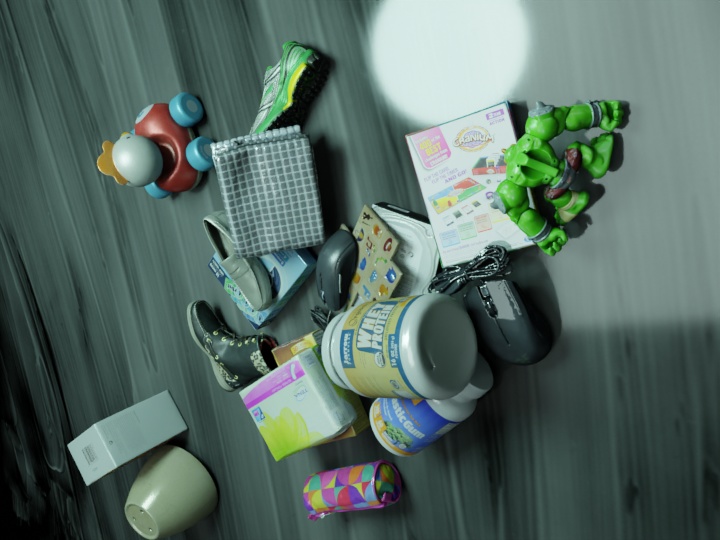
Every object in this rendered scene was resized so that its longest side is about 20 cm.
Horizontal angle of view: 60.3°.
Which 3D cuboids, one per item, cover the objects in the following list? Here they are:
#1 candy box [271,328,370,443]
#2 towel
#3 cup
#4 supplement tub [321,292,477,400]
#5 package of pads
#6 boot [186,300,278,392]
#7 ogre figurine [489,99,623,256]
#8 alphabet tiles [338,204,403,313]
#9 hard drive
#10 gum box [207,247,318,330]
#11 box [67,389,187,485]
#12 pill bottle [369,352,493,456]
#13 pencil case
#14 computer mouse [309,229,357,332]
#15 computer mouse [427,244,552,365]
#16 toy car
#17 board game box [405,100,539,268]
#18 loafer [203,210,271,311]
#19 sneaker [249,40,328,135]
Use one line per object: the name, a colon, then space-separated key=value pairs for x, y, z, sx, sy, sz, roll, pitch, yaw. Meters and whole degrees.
candy box: x=-0.075 y=0.217 z=1.156 sx=0.116 sy=0.056 sz=0.201 roll=-25 pitch=87 yaw=37
towel: x=-0.149 y=-0.126 z=1.030 sx=0.165 sy=0.086 sz=0.201 roll=-10 pitch=115 yaw=-3
cup: x=-0.452 y=0.529 z=1.429 sx=0.199 sy=0.143 sz=0.201 roll=12 pitch=118 yaw=24
supplement tub: x=0.052 y=0.113 z=0.900 sx=0.199 sy=0.144 sz=0.145 roll=-11 pitch=97 yaw=47
package of pads: x=-0.114 y=0.244 z=1.114 sx=0.200 sy=0.068 sz=0.155 roll=-36 pitch=81 yaw=37
boot: x=-0.251 y=0.136 z=1.245 sx=0.153 sy=0.073 sz=0.204 roll=-20 pitch=97 yaw=34
ogre figurine: x=0.244 y=-0.131 z=0.790 sx=0.119 sy=0.098 sz=0.200 roll=18 pitch=125 yaw=-16
alphabet tiles: x=0.000 y=0.000 z=1.029 sx=0.167 sy=0.008 sz=0.201 roll=53 pitch=134 yaw=34
hard drive: x=0.065 y=0.003 z=1.012 sx=0.139 sy=0.038 sz=0.201 roll=23 pitch=116 yaw=28
gum box: x=-0.189 y=-0.014 z=1.176 sx=0.170 sy=0.044 sz=0.200 roll=50 pitch=125 yaw=12
box: x=-0.532 y=0.382 z=1.425 sx=0.152 sy=0.200 sz=0.107 roll=-35 pitch=82 yaw=36
pill bottle: x=0.113 y=0.204 z=0.988 sx=0.112 sy=0.112 sz=0.200 roll=51 pitch=125 yaw=12
pencil case: x=-0.019 y=0.410 z=1.155 sx=0.200 sy=0.088 sz=0.089 roll=-28 pitch=87 yaw=37
computer mouse: x=-0.040 y=0.041 z=1.044 sx=0.140 sy=0.046 sz=0.201 roll=46 pitch=130 yaw=40
computer mouse: x=0.197 y=0.071 z=0.889 sx=0.138 sy=0.053 sz=0.200 roll=-31 pitch=107 yaw=35
toy car: x=-0.409 y=-0.227 z=1.170 sx=0.184 sy=0.200 sz=0.178 roll=-20 pitch=92 yaw=36
board game box: x=0.165 y=-0.119 z=0.885 sx=0.152 sy=0.040 sz=0.201 roll=-14 pitch=95 yaw=22
loafer: x=-0.226 y=-0.014 z=1.130 sx=0.070 sy=0.070 sz=0.201 roll=-32 pitch=84 yaw=36
sneaker: x=-0.133 y=-0.291 z=1.051 sx=0.085 sy=0.078 sz=0.200 roll=47 pitch=115 yaw=23
